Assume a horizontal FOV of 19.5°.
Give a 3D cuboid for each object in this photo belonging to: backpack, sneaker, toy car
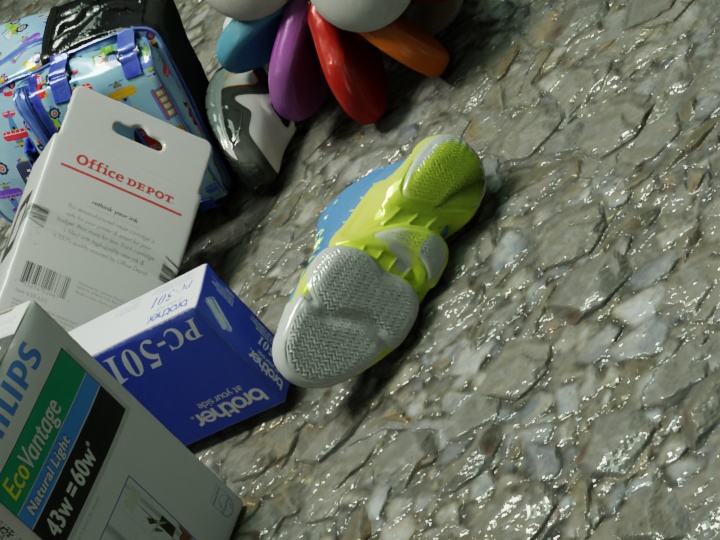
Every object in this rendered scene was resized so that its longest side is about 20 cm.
[{"bbox_3d":[-0.212,-0.107,1.577,0.199,0.183,0.135,-17,35,9],"label":"backpack"},{"bbox_3d":[-0.067,-0.143,1.595,0.079,0.074,0.201,-17,41,18],"label":"sneaker"},{"bbox_3d":[-0.024,-0.181,1.514,0.199,0.175,0.151,8,96,21],"label":"toy car"},{"bbox_3d":[0.000,0.000,1.332,0.200,0.076,0.105,-48,16,-25],"label":"sneaker"}]

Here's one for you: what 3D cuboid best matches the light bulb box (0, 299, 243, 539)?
[{"bbox_3d":[-0.216,0.146,1.257,0.197,0.200,0.125,-18,37,37],"label":"light bulb box"}]

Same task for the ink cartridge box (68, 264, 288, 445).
[{"bbox_3d":[-0.150,0.076,1.363,0.199,0.094,0.044,-26,32,28],"label":"ink cartridge box"}]

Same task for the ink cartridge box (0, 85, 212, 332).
[{"bbox_3d":[-0.188,-0.014,1.475,0.067,0.115,0.201,-40,30,59],"label":"ink cartridge box"}]
